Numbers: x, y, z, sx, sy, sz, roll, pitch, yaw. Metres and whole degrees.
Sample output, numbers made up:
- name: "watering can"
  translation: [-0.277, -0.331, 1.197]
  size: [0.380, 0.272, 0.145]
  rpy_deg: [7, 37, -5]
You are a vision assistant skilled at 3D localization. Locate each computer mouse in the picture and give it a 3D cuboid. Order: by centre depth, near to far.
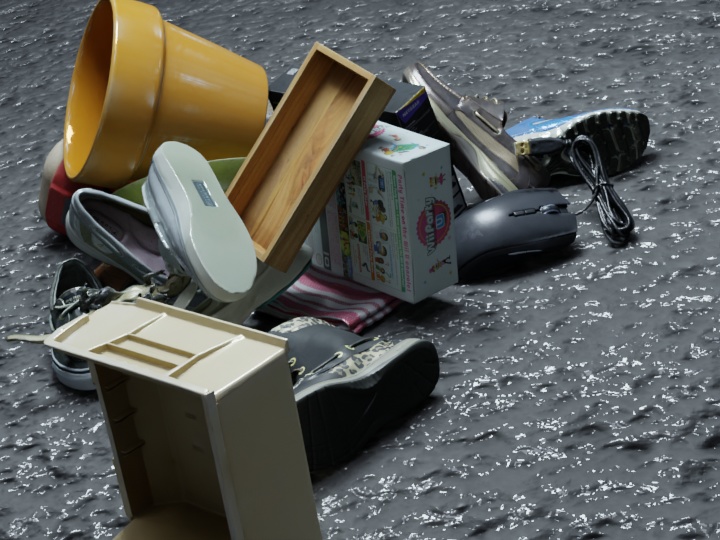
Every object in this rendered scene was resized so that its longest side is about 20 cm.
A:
- name: "computer mouse"
  translation: [0.164, -0.075, 1.737]
  size: [0.199, 0.046, 0.141]
  rpy_deg: [-13, 61, -5]

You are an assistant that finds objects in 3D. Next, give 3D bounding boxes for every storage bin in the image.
- name: "storage bin"
  translation: [-0.135, 0.139, 1.329]
  size: [0.198, 0.201, 0.094]
  rpy_deg: [13, 34, 40]

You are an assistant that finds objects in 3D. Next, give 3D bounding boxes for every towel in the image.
- name: "towel"
  translation: [0.000, 0.000, 1.749]
  size: [0.146, 0.030, 0.200]
  rpy_deg: [13, 35, 40]

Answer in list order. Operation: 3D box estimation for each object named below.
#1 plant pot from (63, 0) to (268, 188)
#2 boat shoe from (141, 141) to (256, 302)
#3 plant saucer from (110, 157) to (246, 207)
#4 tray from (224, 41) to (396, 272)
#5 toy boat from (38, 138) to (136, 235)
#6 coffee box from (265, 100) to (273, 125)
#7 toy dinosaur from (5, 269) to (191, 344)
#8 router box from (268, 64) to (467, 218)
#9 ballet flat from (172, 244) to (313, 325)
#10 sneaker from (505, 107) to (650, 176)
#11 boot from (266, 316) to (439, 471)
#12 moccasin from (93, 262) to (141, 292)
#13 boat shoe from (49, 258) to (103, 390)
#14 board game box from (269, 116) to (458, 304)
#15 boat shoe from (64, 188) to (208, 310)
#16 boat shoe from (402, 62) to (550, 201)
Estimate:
- name: "plant pot"
  translation: [-0.204, -0.177, 1.864]
  size: [0.183, 0.201, 0.200]
  rpy_deg: [10, 19, -21]
- name: "boat shoe"
  translation: [-0.156, -0.033, 1.636]
  size: [0.070, 0.072, 0.201]
  rpy_deg: [8, 41, -36]
- name: "plant saucer"
  translation: [-0.178, -0.074, 1.872]
  size: [0.199, 0.031, 0.200]
  rpy_deg: [-13, -11, -3]
- name: "tray"
  translation: [-0.055, -0.107, 1.643]
  size: [0.037, 0.200, 0.099]
  rpy_deg: [26, 7, -45]
- name: "toy boat"
  translation: [-0.264, -0.103, 1.991]
  size: [0.131, 0.131, 0.200]
  rpy_deg: [36, 46, 17]
- name: "coffee box"
  translation: [-0.016, -0.161, 2.019]
  size: [0.199, 0.080, 0.114]
  rpy_deg: [7, 32, 33]
- name: "toy dinosaur"
  translation: [-0.231, 0.033, 1.636]
  size: [0.199, 0.048, 0.088]
  rpy_deg: [-21, -3, -20]
- name: "router box"
  translation: [0.005, -0.131, 1.859]
  size: [0.200, 0.158, 0.052]
  rpy_deg: [16, 49, 42]
- name: "ballet flat"
  translation: [-0.124, 0.022, 1.663]
  size: [0.069, 0.070, 0.200]
  rpy_deg: [17, 51, 44]
- name: "sneaker"
  translation: [0.216, -0.143, 1.895]
  size: [0.199, 0.079, 0.089]
  rpy_deg: [-12, 28, -1]
- name: "boot"
  translation: [-0.049, 0.104, 1.516]
  size: [0.203, 0.074, 0.153]
  rpy_deg: [-27, 27, -37]
- name: "moccasin"
  translation: [-0.187, -0.023, 1.825]
  size: [0.201, 0.074, 0.078]
  rpy_deg: [-33, 49, -21]
- name: "boat shoe"
  translation: [-0.279, 0.050, 1.712]
  size: [0.072, 0.071, 0.200]
  rpy_deg: [-17, 28, -12]
- name: "board game box"
  translation: [0.001, -0.069, 1.695]
  size: [0.064, 0.148, 0.200]
  rpy_deg: [-24, 31, -35]
- name: "boat shoe"
  translation: [-0.199, -0.021, 1.735]
  size: [0.201, 0.065, 0.075]
  rpy_deg: [29, 68, -3]
- name: "boat shoe"
  translation: [0.122, -0.144, 1.825]
  size: [0.073, 0.200, 0.075]
  rpy_deg: [-37, -10, -13]
